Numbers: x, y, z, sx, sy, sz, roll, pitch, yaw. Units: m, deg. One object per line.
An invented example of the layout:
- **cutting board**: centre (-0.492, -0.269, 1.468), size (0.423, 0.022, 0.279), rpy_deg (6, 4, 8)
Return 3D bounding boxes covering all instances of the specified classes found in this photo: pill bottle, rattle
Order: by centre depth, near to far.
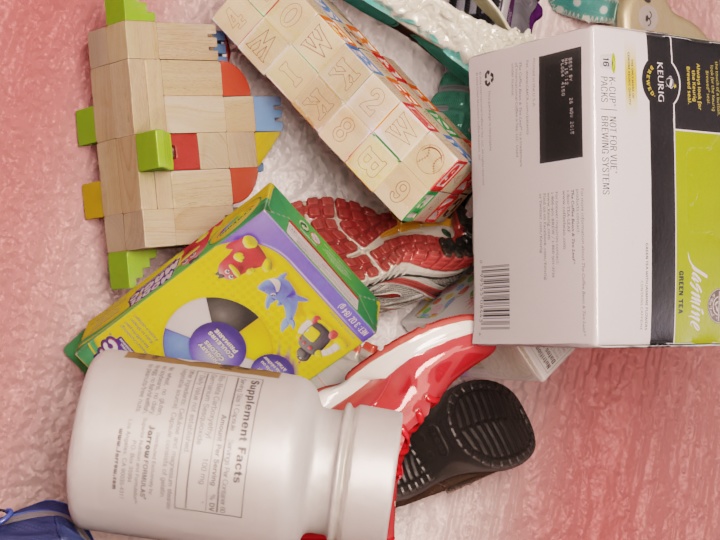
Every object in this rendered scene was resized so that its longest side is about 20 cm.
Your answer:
- **pill bottle**: centre (-0.076, 0.119, 0.975), size (0.197, 0.114, 0.116), rpy_deg (8, 82, 2)
- **rattle**: centre (0.255, -0.182, 1.267), size (0.129, 0.143, 0.202), rpy_deg (-29, 107, -9)

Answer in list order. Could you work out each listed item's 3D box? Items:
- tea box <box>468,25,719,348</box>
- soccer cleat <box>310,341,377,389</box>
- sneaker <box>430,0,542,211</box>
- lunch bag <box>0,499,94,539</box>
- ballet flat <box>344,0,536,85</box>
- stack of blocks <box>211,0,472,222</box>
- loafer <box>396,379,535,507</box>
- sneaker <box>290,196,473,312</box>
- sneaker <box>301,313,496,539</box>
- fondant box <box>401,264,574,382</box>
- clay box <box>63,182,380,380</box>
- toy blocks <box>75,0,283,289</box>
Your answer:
- **tea box**: centre (0.187, -0.049, 1.047), size (0.195, 0.133, 0.203), rpy_deg (2, 87, -33)
- **soccer cleat**: centre (-0.064, 0.070, 1.110), size (0.198, 0.069, 0.078), rpy_deg (21, 94, -24)
- **sneaker**: centre (0.104, -0.134, 1.216), size (0.087, 0.074, 0.202), rpy_deg (16, 87, -47)
- **lunch bag**: centre (-0.212, 0.245, 0.979), size (0.135, 0.132, 0.202), rpy_deg (-21, 98, -12)
- **ballet flat**: centre (0.044, -0.196, 1.125), size (0.199, 0.072, 0.072), rpy_deg (32, 72, -17)
- **stack of blocks**: centre (-0.003, -0.125, 1.102), size (0.059, 0.115, 0.200), rpy_deg (-45, 79, 14)
- **loafer**: centre (0.053, 0.134, 1.174), size (0.199, 0.071, 0.074), rpy_deg (-8, 71, -43)
- **sneaker**: centre (0.000, 0.000, 1.131), size (0.198, 0.082, 0.078), rpy_deg (0, 49, -35)
- **sneaker**: centre (0.024, 0.121, 1.061), size (0.199, 0.078, 0.116), rpy_deg (-30, 72, 2)
- **fondant box**: centre (0.145, -0.001, 1.185), size (0.200, 0.144, 0.059), rpy_deg (-42, 108, -25)
- **clay box**: centre (-0.098, 0.046, 1.032), size (0.199, 0.048, 0.115), rpy_deg (-36, 110, 20)
- **toy blocks**: centre (-0.115, -0.094, 1.086), size (0.136, 0.099, 0.203), rpy_deg (-6, 90, -41)
